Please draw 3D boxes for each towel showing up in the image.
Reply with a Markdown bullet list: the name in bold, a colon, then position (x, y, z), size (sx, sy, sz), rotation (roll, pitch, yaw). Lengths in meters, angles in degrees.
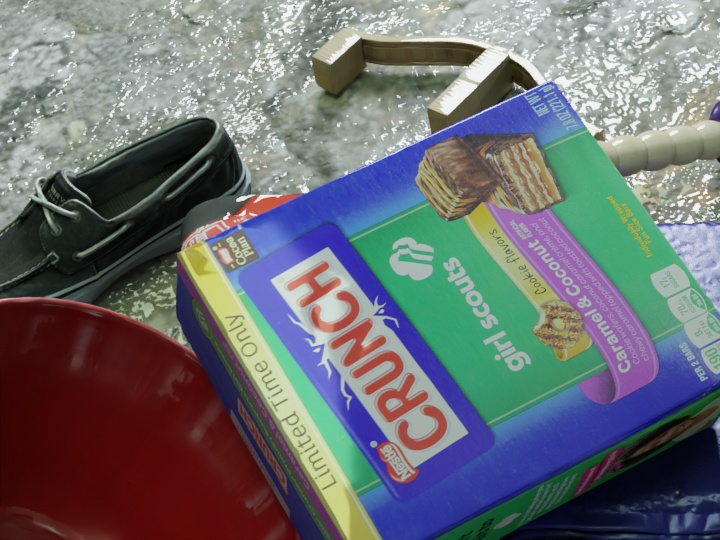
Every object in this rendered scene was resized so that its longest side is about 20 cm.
- **towel**: position (0.141, 0.061, 0.923), size (0.147, 0.050, 0.200), rotation (0, 46, 5)

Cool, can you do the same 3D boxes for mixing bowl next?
- **mixing bowl**: position (-0.136, 0.123, 0.837), size (0.200, 0.108, 0.200), rotation (19, 40, -17)

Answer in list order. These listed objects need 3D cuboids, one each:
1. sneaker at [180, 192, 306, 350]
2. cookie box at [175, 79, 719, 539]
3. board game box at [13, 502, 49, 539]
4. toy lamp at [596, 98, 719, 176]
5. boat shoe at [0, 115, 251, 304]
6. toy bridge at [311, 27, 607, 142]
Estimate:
- **sneaker**: position (0.000, 0.001, 1.002), size (0.201, 0.067, 0.108), rotation (-11, 46, 9)
- **cookie box**: position (0.042, 0.032, 0.847), size (0.200, 0.075, 0.171), rotation (-26, 68, -16)
- **board game box**: position (-0.222, 0.153, 0.930), size (0.152, 0.045, 0.200), rotation (-11, 45, 4)
- **toy lamp**: position (0.127, -0.056, 0.985), size (0.199, 0.058, 0.058), rotation (-11, 42, -25)
- **boat shoe**: position (-0.159, -0.030, 1.068), size (0.200, 0.071, 0.072), rotation (-31, 47, -14)
- **toy bridge**: position (0.067, -0.104, 1.109), size (0.200, 0.027, 0.067), rotation (26, 57, 33)
